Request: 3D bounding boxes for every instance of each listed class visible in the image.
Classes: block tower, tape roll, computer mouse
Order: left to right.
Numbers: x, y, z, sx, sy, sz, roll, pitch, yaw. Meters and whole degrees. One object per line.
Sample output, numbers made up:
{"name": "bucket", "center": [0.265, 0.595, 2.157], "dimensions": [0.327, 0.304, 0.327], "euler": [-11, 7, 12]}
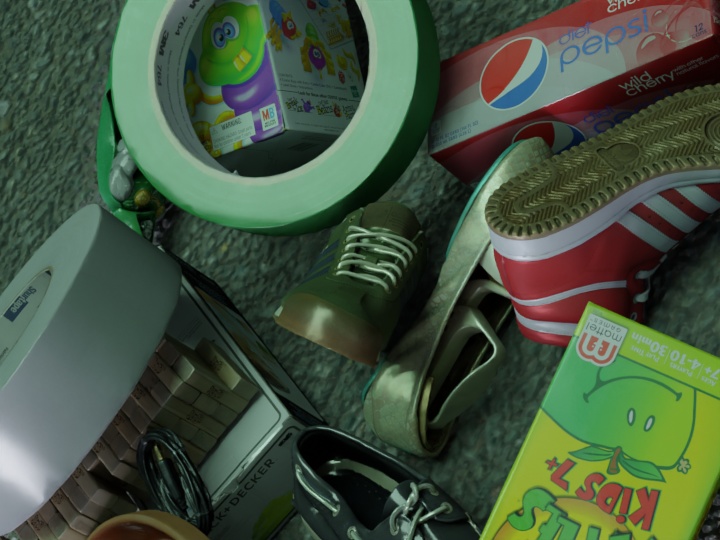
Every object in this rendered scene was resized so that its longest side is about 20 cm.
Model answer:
{"name": "tape roll", "center": [-0.192, 0.059, 1.438], "dimensions": [0.200, 0.066, 0.201], "euler": [-49, 17, 20]}
{"name": "block tower", "center": [-0.150, 0.126, 1.428], "dimensions": [0.200, 0.058, 0.054], "euler": [-51, 44, 4]}
{"name": "computer mouse", "center": [-0.083, 0.186, 1.378], "dimensions": [0.058, 0.034, 0.201], "euler": [-20, 86, 46]}
{"name": "tape roll", "center": [-0.052, -0.122, 1.442], "dimensions": [0.199, 0.048, 0.202], "euler": [-2, 83, 18]}

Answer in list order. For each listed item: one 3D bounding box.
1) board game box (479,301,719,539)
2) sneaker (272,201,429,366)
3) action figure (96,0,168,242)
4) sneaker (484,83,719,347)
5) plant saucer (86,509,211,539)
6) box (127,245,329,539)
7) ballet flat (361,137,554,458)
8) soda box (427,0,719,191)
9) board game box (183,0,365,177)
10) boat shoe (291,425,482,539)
{"name": "board game box", "center": [0.125, 0.130, 1.245], "dimensions": [0.101, 0.048, 0.201], "euler": [23, 79, 12]}
{"name": "sneaker", "center": [0.000, 0.000, 1.374], "dimensions": [0.067, 0.200, 0.090], "euler": [24, 92, 3]}
{"name": "action figure", "center": [-0.143, -0.103, 1.633], "dimensions": [0.054, 0.118, 0.201], "euler": [-1, 72, 27]}
{"name": "sneaker", "center": [0.167, -0.026, 1.337], "dimensions": [0.199, 0.113, 0.071], "euler": [-22, 42, -10]}
{"name": "plant saucer", "center": [-0.103, 0.235, 1.358], "dimensions": [0.200, 0.032, 0.201], "euler": [16, 111, 49]}
{"name": "box", "center": [-0.105, 0.089, 1.496], "dimensions": [0.117, 0.060, 0.200], "euler": [-49, 43, 6]}
{"name": "ballet flat", "center": [0.074, 0.020, 1.386], "dimensions": [0.062, 0.067, 0.201], "euler": [35, 99, 41]}
{"name": "soda box", "center": [0.136, -0.114, 1.410], "dimensions": [0.199, 0.063, 0.070], "euler": [-22, 51, 30]}
{"name": "board game box", "center": [-0.078, -0.168, 1.547], "dimensions": [0.103, 0.105, 0.201], "euler": [-19, 78, 32]}
{"name": "boat shoe", "center": [0.022, 0.147, 1.331], "dimensions": [0.073, 0.063, 0.200], "euler": [-34, 37, -20]}
